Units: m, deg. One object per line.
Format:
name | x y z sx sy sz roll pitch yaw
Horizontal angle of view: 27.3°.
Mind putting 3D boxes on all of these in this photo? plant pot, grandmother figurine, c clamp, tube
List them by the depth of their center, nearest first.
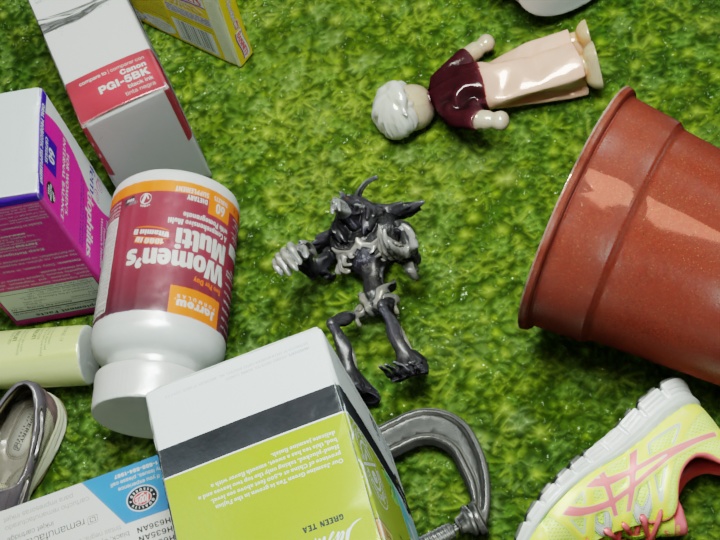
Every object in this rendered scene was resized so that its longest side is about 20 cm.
plant pot | 0.247 -0.007 1.100 0.195 0.201 0.201 25 70 14
c clamp | 0.018 0.200 1.126 0.200 0.027 0.171 -31 55 -4
tube | -0.321 0.077 1.246 0.200 0.058 0.052 -4 77 12
grandmother figurine | 0.106 -0.157 1.281 0.200 0.061 0.121 -14 33 8

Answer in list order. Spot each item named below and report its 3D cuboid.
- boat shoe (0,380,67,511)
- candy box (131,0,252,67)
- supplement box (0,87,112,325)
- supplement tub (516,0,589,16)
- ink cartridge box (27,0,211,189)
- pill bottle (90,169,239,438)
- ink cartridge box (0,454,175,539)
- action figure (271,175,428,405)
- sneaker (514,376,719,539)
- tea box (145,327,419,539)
boat shoe | -0.296 0.179 1.178 0.072 0.065 0.200 14 66 18
candy box | -0.193 -0.262 1.372 0.200 0.102 0.026 28 66 23
supplement box | -0.273 -0.047 1.217 0.103 0.200 0.101 -9 61 6
supplement tub | 0.141 -0.338 1.316 0.145 0.145 0.200 -30 60 -5
ink cartridge box | -0.218 -0.176 1.305 0.083 0.147 0.200 -25 61 -3
pill bottle | -0.160 0.028 1.205 0.109 0.110 0.200 -3 62 11
ink cartridge box | -0.155 0.262 1.057 0.147 0.145 0.200 -20 60 2
action figure | 0.000 0.000 1.192 0.119 0.102 0.200 -19 61 15
sneaker | 0.191 0.170 1.074 0.200 0.078 0.090 -42 69 -9
tea box | -0.037 0.183 1.016 0.133 0.200 0.197 -20 57 5
